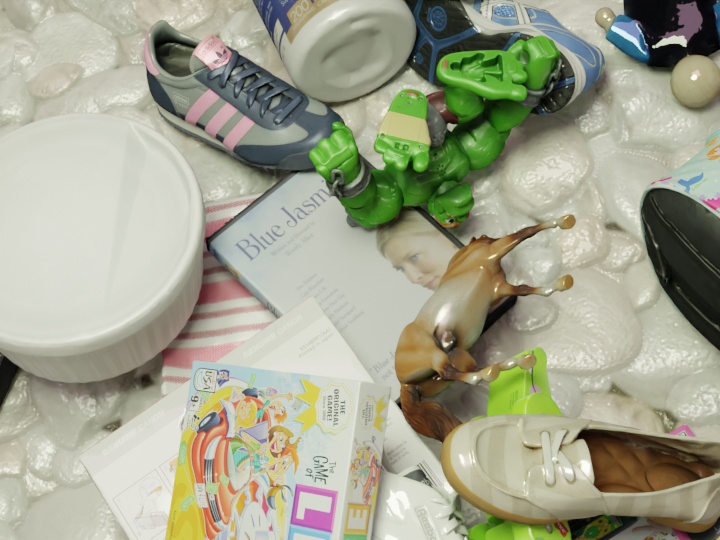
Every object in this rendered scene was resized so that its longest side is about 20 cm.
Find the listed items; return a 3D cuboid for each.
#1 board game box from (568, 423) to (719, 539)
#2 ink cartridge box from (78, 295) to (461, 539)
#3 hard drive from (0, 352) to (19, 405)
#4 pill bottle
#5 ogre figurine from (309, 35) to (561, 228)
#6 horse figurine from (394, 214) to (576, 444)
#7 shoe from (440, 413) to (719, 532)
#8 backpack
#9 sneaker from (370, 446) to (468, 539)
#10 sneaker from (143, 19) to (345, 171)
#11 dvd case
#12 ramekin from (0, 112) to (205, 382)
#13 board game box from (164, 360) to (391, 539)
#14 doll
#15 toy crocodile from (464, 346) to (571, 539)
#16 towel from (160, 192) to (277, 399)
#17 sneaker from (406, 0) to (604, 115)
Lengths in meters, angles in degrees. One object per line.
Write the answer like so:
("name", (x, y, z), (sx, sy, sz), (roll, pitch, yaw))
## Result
("board game box", (0.205, 0.222, 0.870), (0.146, 0.064, 0.201), (-30, 63, -3))
("ink cartridge box", (-0.061, 0.143, 0.916), (0.199, 0.045, 0.177), (-34, 65, -9))
("hard drive", (-0.350, 0.104, 1.050), (0.138, 0.038, 0.202), (15, 69, 14))
("pill bottle", (-0.040, -0.247, 1.121), (0.110, 0.111, 0.202), (-25, 62, -2))
("ogre figurine", (0.054, -0.095, 1.002), (0.098, 0.120, 0.200), (36, 66, 14))
("horse figurine", (0.074, 0.036, 0.920), (0.132, 0.050, 0.201), (-11, 42, 50))
("shoe", (0.142, 0.114, 0.816), (0.197, 0.054, 0.071), (9, 52, -22))
("backpack", (0.283, -0.004, 0.902), (0.150, 0.178, 0.199), (-42, 54, -14))
("sneaker", (0.038, 0.175, 0.816), (0.080, 0.076, 0.200), (-41, 68, -2))
("sneaker", (-0.098, -0.140, 1.079), (0.198, 0.083, 0.070), (20, 55, 31))
("dvd case", (0.000, 0.000, 1.025), (0.142, 0.018, 0.200), (-40, 67, -20))
("ramekin", (-0.206, -0.010, 1.014), (0.199, 0.095, 0.205), (-3, 59, 5))
("board game box", (-0.057, 0.161, 0.812), (0.133, 0.034, 0.203), (3, 81, 37))
("doll", (0.251, -0.220, 1.084), (0.134, 0.049, 0.202), (-10, 62, 8))
("toy crocodile", (0.103, 0.140, 0.867), (0.067, 0.061, 0.202), (-34, 39, 39))
("towel", (-0.087, 0.028, 1.044), (0.144, 0.030, 0.202), (-10, 63, 6))
("sneaker", (0.105, -0.180, 1.093), (0.199, 0.077, 0.077), (34, 38, 32))
